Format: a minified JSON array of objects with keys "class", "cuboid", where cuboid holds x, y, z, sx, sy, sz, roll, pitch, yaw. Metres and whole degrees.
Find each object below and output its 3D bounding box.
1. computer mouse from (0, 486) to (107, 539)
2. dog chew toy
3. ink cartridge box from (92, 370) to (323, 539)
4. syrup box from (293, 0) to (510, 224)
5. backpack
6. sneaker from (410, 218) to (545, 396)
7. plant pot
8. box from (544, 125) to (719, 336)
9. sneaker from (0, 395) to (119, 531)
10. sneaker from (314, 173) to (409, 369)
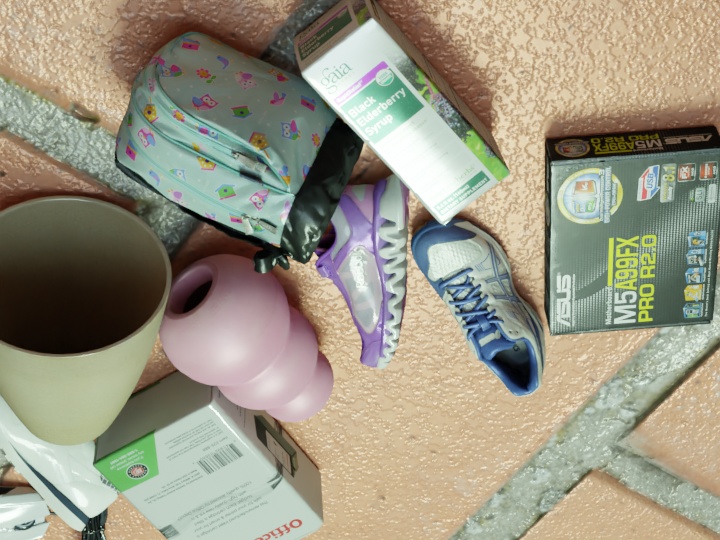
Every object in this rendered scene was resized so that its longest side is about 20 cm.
[{"class":"computer mouse","cuboid":[-0.363,0.262,1.692,0.200,0.044,0.110,3,125,-6]},{"class":"dog chew toy","cuboid":[-0.099,0.074,1.536,0.125,0.125,0.200,-31,129,17]},{"class":"ink cartridge box","cuboid":[-0.149,0.201,1.638,0.146,0.084,0.200,-28,122,15]},{"class":"syrup box","cuboid":[0.035,-0.143,1.409,0.079,0.081,0.200,-37,120,14]},{"class":"backpack","cuboid":[-0.105,-0.109,1.389,0.200,0.167,0.127,27,125,-3]},{"class":"sneaker","cuboid":[0.120,0.035,1.537,0.075,0.088,0.200,-31,120,20]},{"class":"plant pot","cuboid":[-0.272,0.067,1.497,0.187,0.187,0.200,4,139,-6]},{"class":"box","cuboid":[0.253,-0.034,1.522,0.160,0.044,0.200,-4,125,-1]},{"class":"sneaker","cuboid":[-0.319,0.166,1.621,0.080,0.076,0.200,-42,112,-10]},{"class":"sneaker","cuboid":[0.000,0.000,1.517,0.088,0.081,0.200,2,120,3]}]
